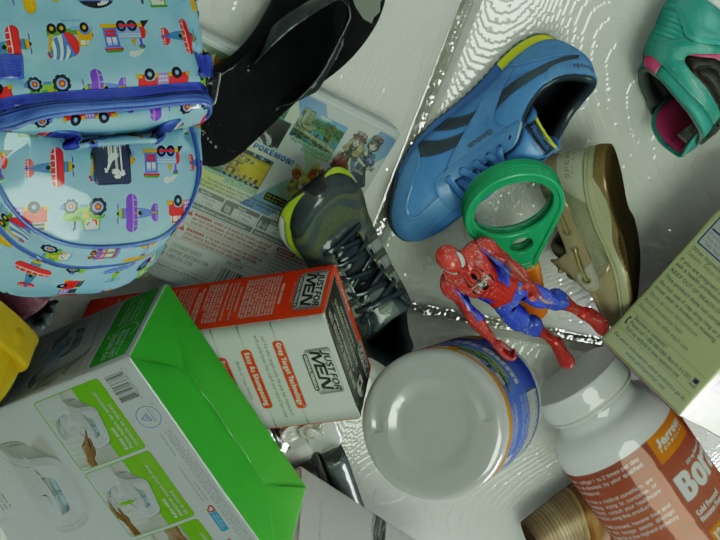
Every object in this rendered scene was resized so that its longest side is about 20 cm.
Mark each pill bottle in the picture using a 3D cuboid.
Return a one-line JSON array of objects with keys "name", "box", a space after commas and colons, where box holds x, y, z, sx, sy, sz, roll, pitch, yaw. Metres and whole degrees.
[{"name": "pill bottle", "box": [0.242, 0.170, 1.233, 0.112, 0.112, 0.200, -36, 100, 0]}, {"name": "pill bottle", "box": [0.081, 0.109, 1.112, 0.111, 0.200, 0.113, 1, 92, 17]}]

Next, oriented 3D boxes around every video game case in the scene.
[{"name": "video game case", "box": [-0.095, -0.067, 1.048, 0.199, 0.022, 0.183, 24, 106, -30]}]

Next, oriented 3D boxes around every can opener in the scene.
[{"name": "can opener", "box": [-0.037, 0.155, 1.177, 0.052, 0.067, 0.201, -24, 132, -6]}]

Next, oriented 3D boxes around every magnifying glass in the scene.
[{"name": "magnifying glass", "box": [0.127, -0.020, 1.124, 0.079, 0.022, 0.200, -17, 142, 2]}]

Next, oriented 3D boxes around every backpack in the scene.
[{"name": "backpack", "box": [-0.177, -0.089, 0.872, 0.182, 0.134, 0.201, -3, 83, -37]}]

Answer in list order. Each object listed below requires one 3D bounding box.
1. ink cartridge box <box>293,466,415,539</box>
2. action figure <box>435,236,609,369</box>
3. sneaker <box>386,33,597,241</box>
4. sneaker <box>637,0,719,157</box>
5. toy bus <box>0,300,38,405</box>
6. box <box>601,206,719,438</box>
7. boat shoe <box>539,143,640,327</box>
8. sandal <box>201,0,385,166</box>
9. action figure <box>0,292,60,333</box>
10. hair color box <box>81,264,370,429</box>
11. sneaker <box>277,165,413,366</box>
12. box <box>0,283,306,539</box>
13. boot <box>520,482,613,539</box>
[{"name": "ink cartridge box", "box": [-0.036, 0.264, 1.185, 0.146, 0.086, 0.200, -29, 128, 31]}, {"name": "action figure", "box": [0.132, 0.037, 1.102, 0.200, 0.099, 0.065, 30, 109, -41]}, {"name": "sneaker", "box": [0.099, -0.093, 1.080, 0.200, 0.079, 0.066, -46, 126, 9]}, {"name": "sneaker", "box": [0.295, -0.135, 1.129, 0.200, 0.084, 0.121, 34, 97, -25]}, {"name": "toy bus", "box": [-0.328, 0.102, 0.907, 0.199, 0.193, 0.136, -13, 144, 34]}, {"name": "box", "box": [0.328, 0.033, 1.195, 0.200, 0.097, 0.176, -49, 148, 10]}, {"name": "boat shoe", "box": [0.190, -0.024, 1.167, 0.065, 0.072, 0.200, -2, 139, 20]}, {"name": "sandal", "box": [-0.048, -0.149, 0.988, 0.200, 0.043, 0.076, -50, 120, -7]}, {"name": "action figure", "box": [-0.277, -0.053, 0.955, 0.199, 0.149, 0.135, 29, 63, -16]}, {"name": "hair color box", "box": [-0.102, 0.065, 1.043, 0.199, 0.061, 0.102, -7, 125, 16]}, {"name": "sneaker", "box": [0.000, 0.000, 1.061, 0.074, 0.081, 0.200, -39, 143, -11]}, {"name": "box", "box": [-0.167, 0.139, 1.004, 0.176, 0.097, 0.201, -22, 115, 23]}, {"name": "boot", "box": [0.246, 0.268, 1.351, 0.155, 0.077, 0.201, -28, 117, -10]}]
